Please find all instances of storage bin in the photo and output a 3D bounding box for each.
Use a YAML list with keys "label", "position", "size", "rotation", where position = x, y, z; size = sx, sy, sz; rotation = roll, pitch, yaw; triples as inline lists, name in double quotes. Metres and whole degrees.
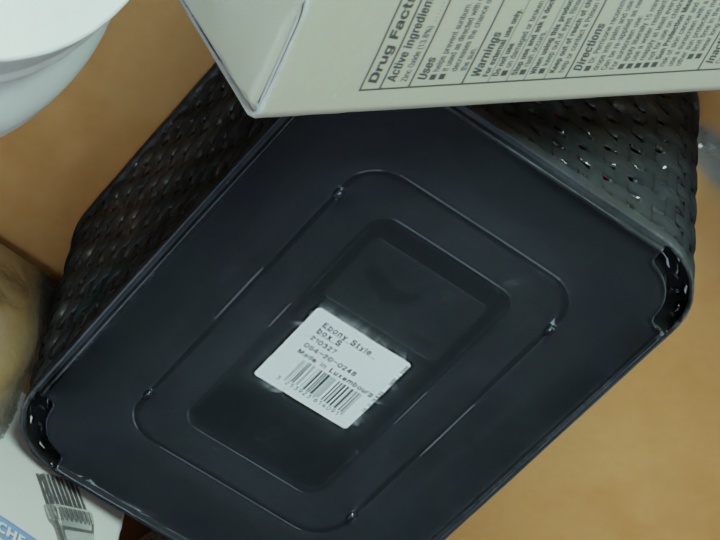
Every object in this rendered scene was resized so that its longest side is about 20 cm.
- label: "storage bin"
  position: [0.000, 0.000, 0.933]
  size: [0.135, 0.094, 0.200]
  rotation: [32, 126, -18]

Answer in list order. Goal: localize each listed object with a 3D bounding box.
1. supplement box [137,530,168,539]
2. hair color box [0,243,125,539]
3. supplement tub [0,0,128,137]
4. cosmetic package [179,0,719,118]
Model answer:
- label: "supplement box"
  position: [-0.077, 0.180, 1.103]
  size: [0.200, 0.074, 0.126]
  rotation: [-34, 117, 30]
- label: "hair color box"
  position: [-0.136, 0.078, 0.945]
  size: [0.109, 0.200, 0.065]
  rotation: [35, 124, -19]
- label: "supplement tub"
  position: [-0.150, -0.090, 0.808]
  size: [0.144, 0.145, 0.200]
  rotation: [36, 151, -21]
- label: "cosmetic package"
  position: [0.055, -0.104, 0.789]
  size: [0.199, 0.071, 0.105]
  rotation: [-4, 137, -35]
